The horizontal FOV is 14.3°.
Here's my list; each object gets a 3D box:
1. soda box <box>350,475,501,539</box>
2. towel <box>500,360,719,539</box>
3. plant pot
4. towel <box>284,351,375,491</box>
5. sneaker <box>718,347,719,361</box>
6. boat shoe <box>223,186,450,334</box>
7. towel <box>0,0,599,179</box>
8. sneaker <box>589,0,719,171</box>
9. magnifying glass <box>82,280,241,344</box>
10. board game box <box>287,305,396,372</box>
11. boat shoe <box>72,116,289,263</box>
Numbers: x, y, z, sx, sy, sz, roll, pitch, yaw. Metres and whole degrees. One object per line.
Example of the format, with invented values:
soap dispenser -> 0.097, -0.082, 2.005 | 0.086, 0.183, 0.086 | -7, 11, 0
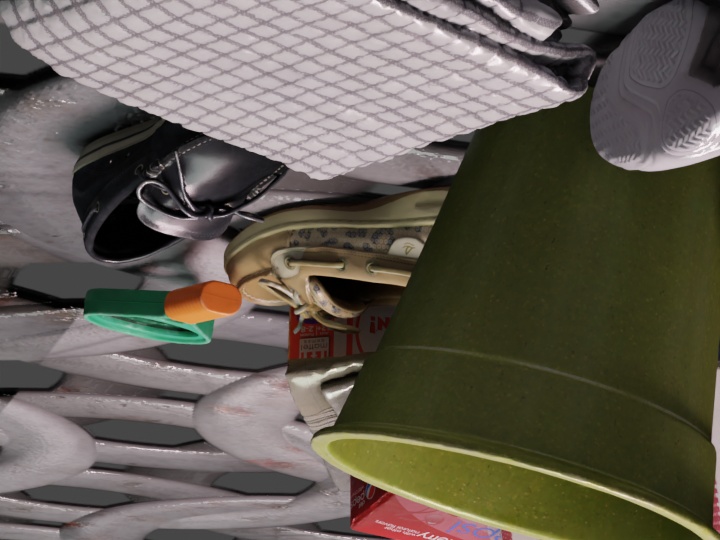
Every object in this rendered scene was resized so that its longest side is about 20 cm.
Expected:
soda box -> 0.093, 0.123, 1.595 | 0.199, 0.070, 0.063 | 16, 146, -26
towel -> 0.169, 0.119, 1.504 | 0.199, 0.145, 0.023 | -4, -171, 19
plant pot -> 0.097, 0.018, 1.350 | 0.199, 0.191, 0.200 | 15, 168, 3
towel -> 0.069, 0.094, 1.638 | 0.199, 0.035, 0.193 | -5, 153, 13
sneaker -> 0.226, 0.039, 1.615 | 0.078, 0.089, 0.200 | 34, -165, 15
boat shoe -> 0.000, 0.000, 1.561 | 0.073, 0.063, 0.199 | 17, 159, -42
towel -> -0.021, -0.117, 1.145 | 0.199, 0.086, 0.165 | 20, 155, -40
sneaker -> 0.195, -0.078, 1.241 | 0.113, 0.076, 0.200 | 17, 156, -33
magnifying glass -> -0.110, 0.024, 1.680 | 0.079, 0.023, 0.200 | 14, 169, -18
board game box -> 0.055, 0.074, 1.692 | 0.151, 0.047, 0.200 | -6, 153, 14
boat shoe -> -0.079, -0.048, 1.419 | 0.074, 0.063, 0.200 | 16, 157, -33
